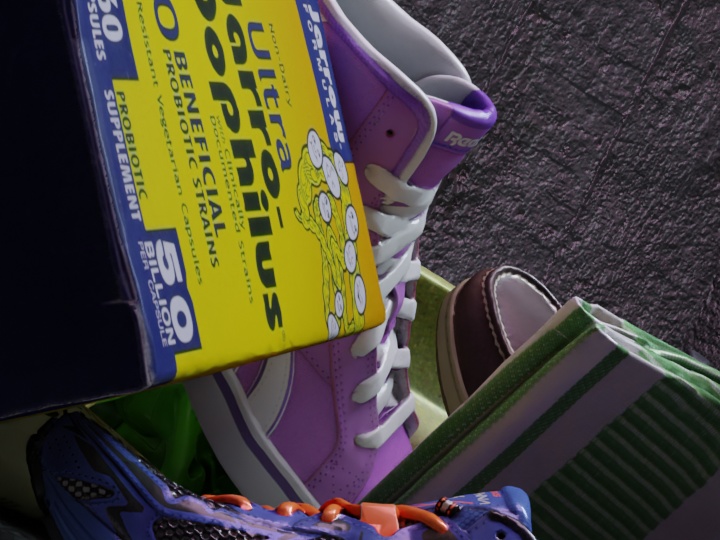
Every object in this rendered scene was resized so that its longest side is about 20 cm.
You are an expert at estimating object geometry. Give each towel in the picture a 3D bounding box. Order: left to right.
[{"bbox_3d":[0.080,0.091,0.832,0.200,0.153,0.023,27,27,-40],"label":"towel"}]

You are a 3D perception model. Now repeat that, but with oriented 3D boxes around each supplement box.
[{"bbox_3d":[-0.079,-0.020,0.730,0.109,0.109,0.200,-12,0,16],"label":"supplement box"}]

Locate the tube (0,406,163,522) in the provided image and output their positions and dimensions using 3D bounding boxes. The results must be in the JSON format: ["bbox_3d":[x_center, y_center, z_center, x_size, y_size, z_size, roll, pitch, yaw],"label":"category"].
[{"bbox_3d":[-0.109,0.048,0.855,0.052,0.058,0.200,-23,-38,30],"label":"tube"}]

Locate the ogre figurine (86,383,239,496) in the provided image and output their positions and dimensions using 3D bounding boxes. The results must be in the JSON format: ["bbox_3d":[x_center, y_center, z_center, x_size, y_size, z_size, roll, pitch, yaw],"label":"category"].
[{"bbox_3d":[-0.103,0.028,0.993,0.200,0.098,0.120,23,8,-42],"label":"ogre figurine"}]

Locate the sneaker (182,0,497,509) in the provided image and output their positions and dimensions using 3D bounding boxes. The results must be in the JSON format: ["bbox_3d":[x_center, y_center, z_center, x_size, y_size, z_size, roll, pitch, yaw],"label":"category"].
[{"bbox_3d":[0.000,0.000,0.850,0.201,0.114,0.073,65,23,-12],"label":"sneaker"}]

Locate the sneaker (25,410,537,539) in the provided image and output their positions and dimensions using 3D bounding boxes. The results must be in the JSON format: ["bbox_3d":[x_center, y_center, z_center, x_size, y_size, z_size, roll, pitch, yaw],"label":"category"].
[{"bbox_3d":[0.009,0.083,0.700,0.200,0.079,0.075,27,-3,-3],"label":"sneaker"}]

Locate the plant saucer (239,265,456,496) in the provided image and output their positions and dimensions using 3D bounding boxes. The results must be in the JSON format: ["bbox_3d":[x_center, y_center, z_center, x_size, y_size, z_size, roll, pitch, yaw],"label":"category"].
[{"bbox_3d":[0.039,0.087,0.998,0.200,0.048,0.200,31,29,-14],"label":"plant saucer"}]

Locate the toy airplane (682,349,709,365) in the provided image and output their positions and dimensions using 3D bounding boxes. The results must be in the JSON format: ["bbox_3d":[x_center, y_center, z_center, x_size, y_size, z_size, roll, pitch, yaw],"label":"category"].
[{"bbox_3d":[0.123,0.143,1.177,0.199,0.141,0.200,-1,49,-47],"label":"toy airplane"}]

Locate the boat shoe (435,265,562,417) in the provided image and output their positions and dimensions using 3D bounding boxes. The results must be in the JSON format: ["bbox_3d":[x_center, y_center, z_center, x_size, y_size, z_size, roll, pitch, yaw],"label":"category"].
[{"bbox_3d":[0.086,0.062,0.962,0.072,0.072,0.200,19,34,-32],"label":"boat shoe"}]
